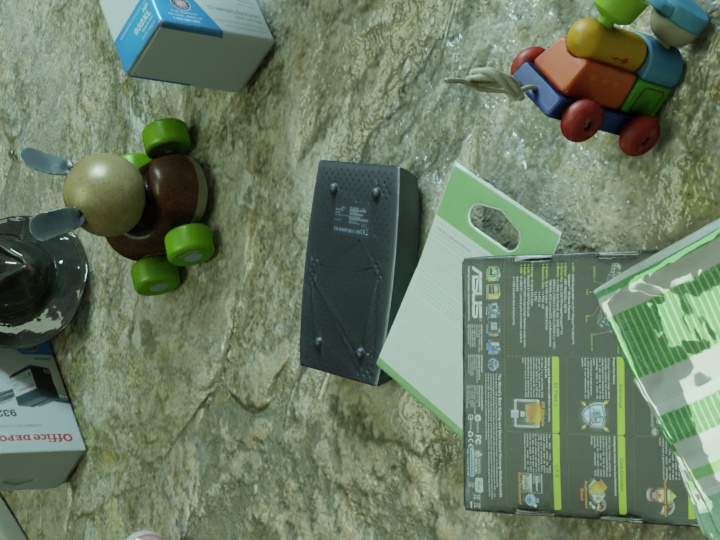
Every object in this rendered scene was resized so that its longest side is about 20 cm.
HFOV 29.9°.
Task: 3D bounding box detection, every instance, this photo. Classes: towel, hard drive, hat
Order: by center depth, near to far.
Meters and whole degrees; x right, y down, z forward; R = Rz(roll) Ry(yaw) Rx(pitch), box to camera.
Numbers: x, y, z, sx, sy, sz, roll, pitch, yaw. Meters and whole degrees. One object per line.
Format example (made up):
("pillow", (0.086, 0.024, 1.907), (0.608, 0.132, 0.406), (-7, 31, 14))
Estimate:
("towel", (0.261, 0.068, 0.923), (0.152, 0.023, 0.201), (-32, 69, 25))
("hard drive", (0.000, 0.000, 1.275), (0.134, 0.042, 0.202), (10, 95, 51))
("hat", (-0.450, 0.001, 1.713), (0.199, 0.081, 0.202), (-5, 66, 10))

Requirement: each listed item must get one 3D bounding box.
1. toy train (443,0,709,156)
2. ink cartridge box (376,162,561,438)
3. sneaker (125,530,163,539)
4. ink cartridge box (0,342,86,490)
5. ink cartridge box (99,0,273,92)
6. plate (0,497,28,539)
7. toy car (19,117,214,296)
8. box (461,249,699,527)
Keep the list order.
("toy train", (0.160, -0.161, 0.967), (0.116, 0.199, 0.085), (-57, 48, 25))
("ink cartridge box", (0.101, 0.030, 1.148), (0.145, 0.048, 0.201), (39, 114, 44))
("sneaker", (-0.210, 0.390, 1.487), (0.104, 0.075, 0.202), (-5, 92, 55))
("ink cartridge box", (-0.460, 0.178, 1.748), (0.084, 0.144, 0.201), (-51, 52, 33))
("ink cartridge box", (-0.198, -0.298, 1.438), (0.084, 0.144, 0.201), (-49, 53, 38))
("plate", (-0.509, 0.444, 1.886), (0.200, 0.032, 0.201), (40, 118, 43))
("toy car", (-0.284, -0.074, 1.501), (0.158, 0.199, 0.165), (-36, 61, 43))
("box", (0.169, 0.086, 1.021), (0.192, 0.047, 0.202), (-3, 86, 30))
